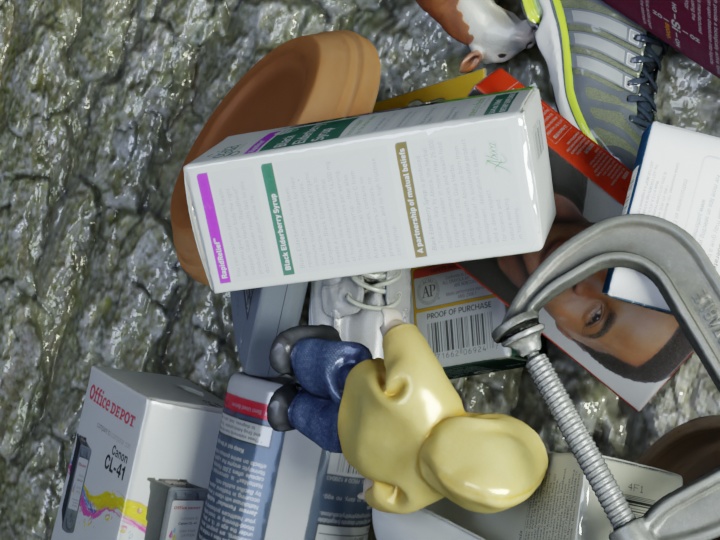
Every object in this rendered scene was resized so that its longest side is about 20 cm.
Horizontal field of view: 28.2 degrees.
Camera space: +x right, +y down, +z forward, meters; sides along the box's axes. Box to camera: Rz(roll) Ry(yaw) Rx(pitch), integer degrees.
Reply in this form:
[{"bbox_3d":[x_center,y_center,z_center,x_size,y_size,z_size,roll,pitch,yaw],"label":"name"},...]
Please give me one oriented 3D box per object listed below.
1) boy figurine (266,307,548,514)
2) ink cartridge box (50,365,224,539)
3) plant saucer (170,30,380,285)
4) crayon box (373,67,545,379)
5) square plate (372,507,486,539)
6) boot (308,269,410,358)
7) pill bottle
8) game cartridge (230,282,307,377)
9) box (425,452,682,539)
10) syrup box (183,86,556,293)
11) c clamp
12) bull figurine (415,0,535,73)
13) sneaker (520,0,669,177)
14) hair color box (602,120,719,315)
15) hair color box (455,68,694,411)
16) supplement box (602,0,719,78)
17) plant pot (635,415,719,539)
[{"bbox_3d":[0.024,0.085,0.844,0.199,0.064,0.125,17,110,45],"label":"boy figurine"},{"bbox_3d":[-0.172,0.186,1.099,0.147,0.085,0.201,14,92,61],"label":"ink cartridge box"},{"bbox_3d":[-0.066,-0.084,0.967,0.200,0.037,0.201,-39,31,29],"label":"plant saucer"},{"bbox_3d":[0.058,-0.026,1.004,0.125,0.051,0.201,-13,75,36],"label":"crayon box"},{"bbox_3d":[0.080,0.243,0.852,0.198,0.028,0.201,17,129,57],"label":"square plate"},{"bbox_3d":[0.000,0.000,0.941,0.073,0.096,0.201,-6,73,-8],"label":"boot"},{"bbox_3d":[-0.053,0.180,1.010,0.119,0.119,0.201,10,88,39],"label":"pill bottle"},{"bbox_3d":[-0.067,-0.019,1.038,0.200,0.041,0.134,-104,19,-57],"label":"game cartridge"},{"bbox_3d":[0.106,0.156,0.865,0.200,0.068,0.083,-15,63,65],"label":"box"},{"bbox_3d":[0.007,-0.046,0.825,0.199,0.079,0.082,-7,105,16],"label":"syrup box"},{"bbox_3d":[0.134,0.076,0.742,0.170,0.027,0.201,-25,72,10],"label":"c clamp"},{"bbox_3d":[0.054,-0.233,1.001,0.065,0.122,0.200,-27,61,-18],"label":"bull figurine"},{"bbox_3d":[0.167,-0.131,0.926,0.081,0.074,0.201,-28,68,25],"label":"sneaker"},{"bbox_3d":[0.243,-0.008,0.788,0.199,0.061,0.101,15,92,7],"label":"hair color box"},{"bbox_3d":[0.128,-0.020,0.877,0.200,0.061,0.102,38,118,5],"label":"hair color box"},{"bbox_3d":[0.233,-0.181,0.844,0.110,0.086,0.200,-38,55,-12],"label":"supplement box"},{"bbox_3d":[0.217,0.187,0.789,0.201,0.092,0.202,131,147,-49],"label":"plant pot"}]
